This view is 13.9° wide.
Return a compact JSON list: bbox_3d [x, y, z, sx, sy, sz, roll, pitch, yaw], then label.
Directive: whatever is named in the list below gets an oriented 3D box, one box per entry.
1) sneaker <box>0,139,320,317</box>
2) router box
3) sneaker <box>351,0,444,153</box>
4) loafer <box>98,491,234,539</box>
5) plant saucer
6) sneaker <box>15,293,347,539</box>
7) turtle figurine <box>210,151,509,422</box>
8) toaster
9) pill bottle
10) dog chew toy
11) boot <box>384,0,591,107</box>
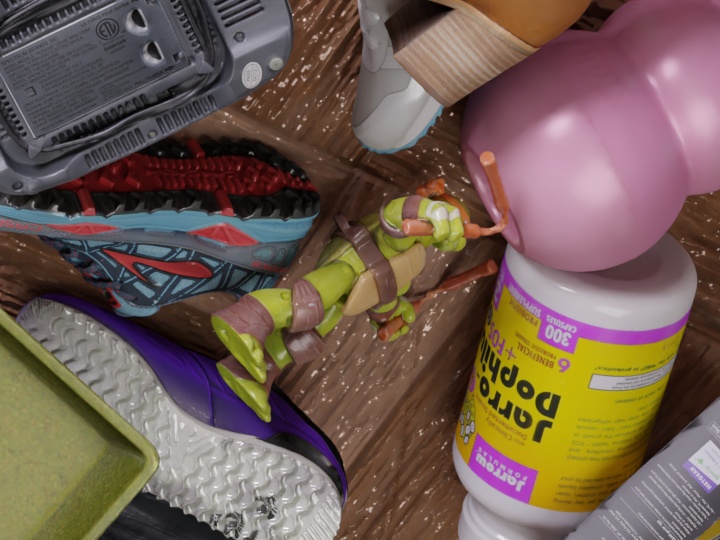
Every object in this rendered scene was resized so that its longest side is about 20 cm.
[{"bbox_3d":[-0.121,-0.014,1.487,0.199,0.079,0.096,7,123,-22],"label":"sneaker"},{"bbox_3d":[0.181,0.146,1.633,0.157,0.052,0.200,-42,161,0],"label":"router box"},{"bbox_3d":[0.024,-0.154,1.448,0.081,0.077,0.201,11,112,-16],"label":"sneaker"},{"bbox_3d":[-0.135,0.128,1.585,0.200,0.068,0.071,22,105,-33],"label":"loafer"},{"bbox_3d":[-0.227,0.093,1.501,0.200,0.048,0.200,42,107,1],"label":"plant saucer"},{"bbox_3d":[-0.092,0.074,1.559,0.200,0.100,0.070,34,111,-1],"label":"sneaker"},{"bbox_3d":[0.000,0.000,1.498,0.161,0.064,0.200,-34,170,-17],"label":"turtle figurine"},{"bbox_3d":[-0.135,-0.124,1.375,0.200,0.129,0.114,-27,127,0],"label":"toaster"},{"bbox_3d":[0.110,0.070,1.603,0.104,0.104,0.201,1,123,-19],"label":"pill bottle"},{"bbox_3d":[0.152,-0.085,1.506,0.200,0.125,0.125,-29,128,-7],"label":"dog chew toy"},{"bbox_3d":[0.041,-0.184,1.356,0.155,0.074,0.200,-40,127,13],"label":"boot"}]
